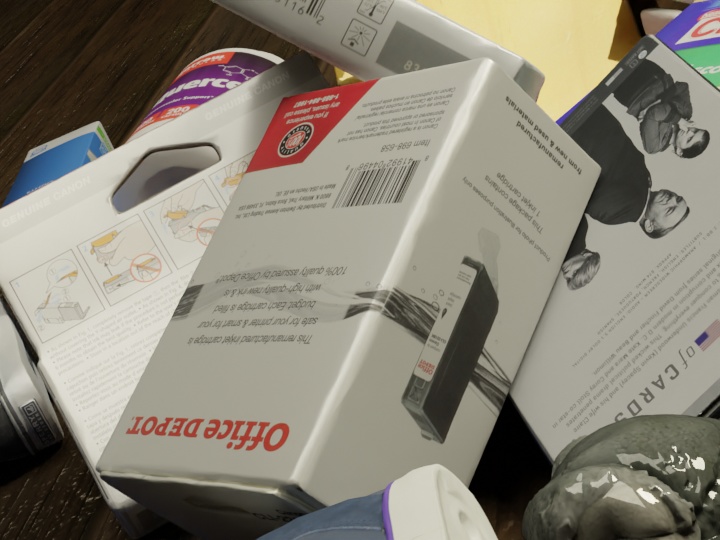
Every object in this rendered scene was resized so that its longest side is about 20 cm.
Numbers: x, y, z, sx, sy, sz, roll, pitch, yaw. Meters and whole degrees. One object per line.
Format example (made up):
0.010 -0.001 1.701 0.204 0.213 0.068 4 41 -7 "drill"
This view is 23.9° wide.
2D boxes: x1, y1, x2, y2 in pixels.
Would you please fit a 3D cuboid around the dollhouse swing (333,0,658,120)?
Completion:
0.105 -0.107 1.082 0.200 0.176 0.182 -22 -21 11 "dollhouse swing"

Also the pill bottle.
-0.090 -0.078 1.126 0.112 0.113 0.200 -19 22 18 "pill bottle"

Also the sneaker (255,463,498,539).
-0.020 0.155 0.545 0.146 0.081 0.200 -31 23 15 "sneaker"

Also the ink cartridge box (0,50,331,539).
-0.067 0.007 0.841 0.200 0.045 0.176 -29 63 -9 "ink cartridge box"

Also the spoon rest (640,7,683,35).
0.260 -0.147 0.987 0.200 0.061 0.099 -17 19 -17 "spoon rest"

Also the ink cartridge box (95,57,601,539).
-0.006 0.021 0.719 0.144 0.084 0.200 -4 54 51 "ink cartridge box"

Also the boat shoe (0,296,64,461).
-0.228 0.064 1.014 0.068 0.072 0.200 -27 27 -9 "boat shoe"

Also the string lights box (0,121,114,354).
-0.181 -0.013 1.089 0.059 0.103 0.200 -23 21 6 "string lights box"

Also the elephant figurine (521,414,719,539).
0.150 0.091 0.450 0.200 0.155 0.142 -10 -20 12 "elephant figurine"

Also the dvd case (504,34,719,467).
0.113 -0.002 0.693 0.150 0.025 0.200 -46 33 10 "dvd case"

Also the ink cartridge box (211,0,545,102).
0.018 -0.115 0.856 0.047 0.160 0.200 -63 -11 9 "ink cartridge box"

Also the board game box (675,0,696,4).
0.231 -0.212 0.994 0.134 0.034 0.200 20 43 33 "board game box"

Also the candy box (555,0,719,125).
0.189 -0.067 0.821 0.200 0.077 0.169 -39 24 -31 "candy box"
